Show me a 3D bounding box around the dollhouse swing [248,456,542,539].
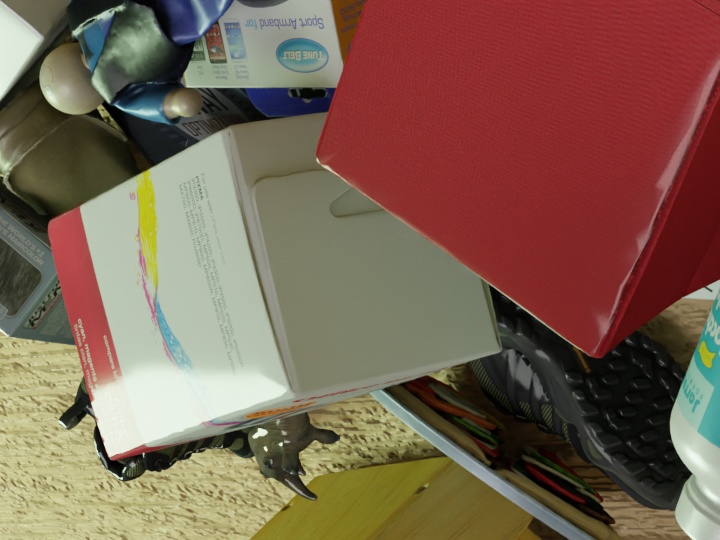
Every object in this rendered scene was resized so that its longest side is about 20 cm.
[{"bbox_3d":[0.034,0.225,1.540,0.176,0.182,0.200,54,151,-12],"label":"dollhouse swing"}]

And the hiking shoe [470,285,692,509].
[{"bbox_3d":[0.123,0.062,1.382,0.200,0.076,0.101,47,160,-2],"label":"hiking shoe"}]

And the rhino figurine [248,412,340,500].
[{"bbox_3d":[-0.074,0.058,1.444,0.087,0.060,0.201,-12,109,48],"label":"rhino figurine"}]

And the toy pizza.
[{"bbox_3d":[0.087,0.111,1.433,0.200,0.032,0.200,35,-179,-1],"label":"toy pizza"}]

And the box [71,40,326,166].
[{"bbox_3d":[-0.058,-0.104,1.367,0.200,0.044,0.160,-15,121,46],"label":"box"}]

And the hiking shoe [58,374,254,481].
[{"bbox_3d":[-0.132,0.094,1.554,0.076,0.101,0.200,39,178,34],"label":"hiking shoe"}]

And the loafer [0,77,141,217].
[{"bbox_3d":[-0.170,-0.063,1.416,0.067,0.076,0.200,46,-176,13],"label":"loafer"}]

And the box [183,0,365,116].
[{"bbox_3d":[-0.054,-0.173,1.230,0.119,0.041,0.201,3,110,40],"label":"box"}]

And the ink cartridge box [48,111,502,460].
[{"bbox_3d":[-0.049,0.006,1.270,0.200,0.145,0.145,-22,81,53],"label":"ink cartridge box"}]

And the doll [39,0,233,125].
[{"bbox_3d":[-0.115,-0.146,1.238,0.200,0.048,0.137,-43,69,47],"label":"doll"}]

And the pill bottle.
[{"bbox_3d":[0.226,0.050,1.194,0.110,0.111,0.201,24,111,15],"label":"pill bottle"}]

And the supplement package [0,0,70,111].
[{"bbox_3d":[-0.234,-0.155,1.391,0.109,0.114,0.200,39,142,-6],"label":"supplement package"}]

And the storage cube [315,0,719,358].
[{"bbox_3d":[0.113,-0.100,1.067,0.200,0.171,0.180,35,125,23],"label":"storage cube"}]

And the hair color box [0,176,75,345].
[{"bbox_3d":[-0.203,-0.006,1.470,0.099,0.061,0.200,39,-176,13],"label":"hair color box"}]

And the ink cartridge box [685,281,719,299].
[{"bbox_3d":[0.157,-0.073,1.232,0.094,0.044,0.201,2,132,35],"label":"ink cartridge box"}]
